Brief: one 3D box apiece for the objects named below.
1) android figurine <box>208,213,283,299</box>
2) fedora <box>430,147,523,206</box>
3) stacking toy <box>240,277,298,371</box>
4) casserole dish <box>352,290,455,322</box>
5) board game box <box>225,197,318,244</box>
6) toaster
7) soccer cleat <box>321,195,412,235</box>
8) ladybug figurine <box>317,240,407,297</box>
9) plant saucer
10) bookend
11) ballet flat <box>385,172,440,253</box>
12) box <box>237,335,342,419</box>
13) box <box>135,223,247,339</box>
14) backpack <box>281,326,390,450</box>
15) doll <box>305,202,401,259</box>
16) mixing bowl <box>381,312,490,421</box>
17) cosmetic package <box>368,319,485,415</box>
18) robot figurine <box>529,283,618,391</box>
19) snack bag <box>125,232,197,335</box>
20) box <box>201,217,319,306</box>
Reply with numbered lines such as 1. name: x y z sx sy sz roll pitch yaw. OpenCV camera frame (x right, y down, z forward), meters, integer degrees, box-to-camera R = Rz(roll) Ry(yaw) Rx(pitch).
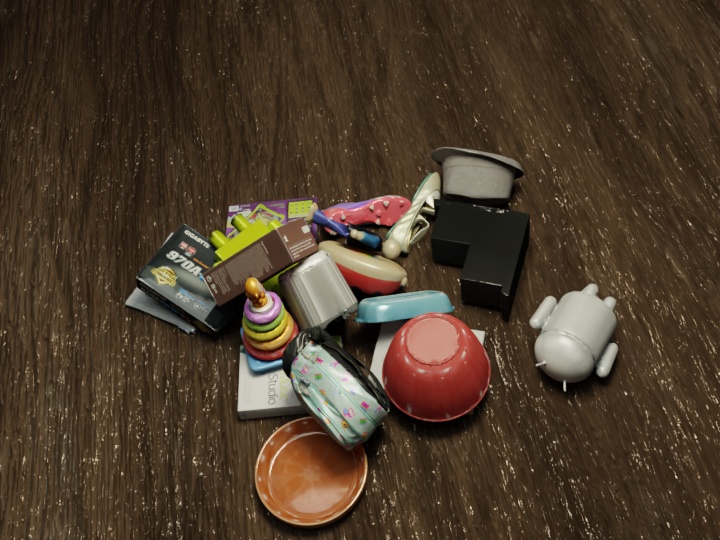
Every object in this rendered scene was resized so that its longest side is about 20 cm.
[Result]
1. android figurine: -0.207 -0.024 1.761 0.181 0.041 0.200 -37 73 -27
2. fedora: 0.237 -0.185 1.819 0.197 0.177 0.092 10 82 -16
3. stacking toy: -0.176 0.079 1.595 0.108 0.201 0.117 -17 50 -6
4. casserole dish: 0.081 0.066 1.652 0.197 0.121 0.039 -6 94 -15
5. board game box: -0.188 -0.096 1.877 0.197 0.033 0.121 -5 49 5
6. toaster: -0.083 0.042 1.645 0.113 0.200 0.130 -29 92 -13
7. soccer cleat: 0.010 -0.126 1.854 0.197 0.067 0.077 -14 32 -8
8. ladybug figurine: 0.000 0.000 1.731 0.198 0.135 0.073 21 97 26
9. plant saucer: -0.085 0.351 1.530 0.197 0.033 0.202 -4 53 5
10. bookend: 0.218 -0.024 1.729 0.196 0.093 0.202 10 57 16
11. ballet flat: 0.127 -0.115 1.828 0.062 0.068 0.201 26 70 26
12. box: -0.129 0.199 1.646 0.197 0.037 0.146 -5 53 2
13. box: -0.324 0.021 1.762 0.199 0.046 0.159 33 60 8
14. backpack: -0.041 0.209 1.525 0.127 0.167 0.200 -46 64 0
15. doll: -0.012 -0.072 1.752 0.198 0.136 0.049 25 86 2
16. mixing bowl: 0.129 0.150 1.541 0.197 0.109 0.202 -5 54 6
17. cosmetic package: 0.122 0.175 1.621 0.197 0.052 0.152 8 53 13
18. robot figurine: 0.388 0.120 1.586 0.169 0.113 0.201 35 63 7
19. snack bag: -0.370 0.022 1.818 0.187 0.022 0.201 20 59 20
20. box: -0.184 -0.015 1.616 0.076 0.199 0.100 60 31 1
